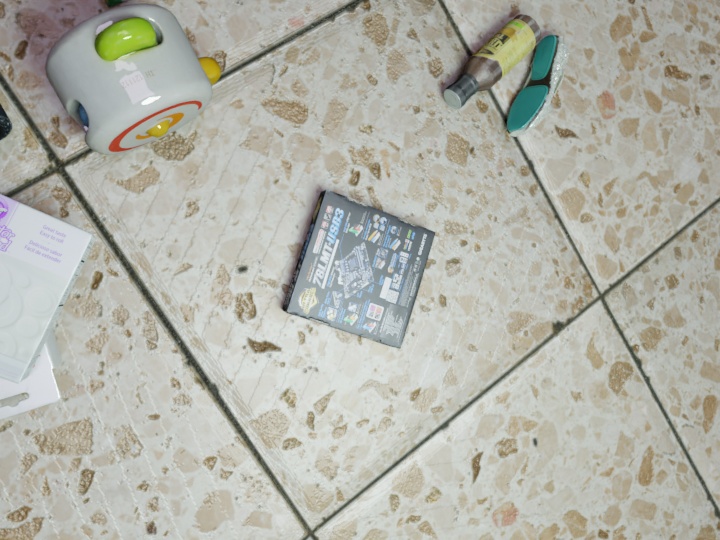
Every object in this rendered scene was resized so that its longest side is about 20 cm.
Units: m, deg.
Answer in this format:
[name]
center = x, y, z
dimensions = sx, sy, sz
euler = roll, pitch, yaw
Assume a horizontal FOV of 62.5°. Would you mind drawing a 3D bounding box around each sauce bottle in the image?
[sauce bottle]
center = 0.221, -0.350, 1.002
dimensions = 0.200, 0.065, 0.065
euler = -45, 102, -14

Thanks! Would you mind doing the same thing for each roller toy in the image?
[roller toy]
center = -0.296, -0.242, 0.783
dimensions = 0.181, 0.200, 0.141
euler = -26, 98, 20

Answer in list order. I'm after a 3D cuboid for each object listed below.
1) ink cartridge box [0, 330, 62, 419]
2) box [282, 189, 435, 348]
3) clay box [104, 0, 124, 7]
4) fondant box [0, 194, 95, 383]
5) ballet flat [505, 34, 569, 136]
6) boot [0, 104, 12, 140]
[ink cartridge box]
center = -0.475, 0.088, 0.783
dimensions = 0.114, 0.068, 0.202
euler = -15, 93, -17
[box]
center = 0.000, 0.000, 0.941
dimensions = 0.197, 0.050, 0.202
euler = 19, 85, -15
[clay box]
center = -0.356, -0.493, 0.833
dimensions = 0.114, 0.048, 0.201
euler = -30, 97, -15
[fondant box]
center = -0.441, 0.017, 0.730
dimensions = 0.143, 0.058, 0.202
euler = 25, 79, -17
[ballet flat]
center = 0.319, -0.313, 1.034
dimensions = 0.071, 0.072, 0.202
euler = 26, 83, -15
[boot]
center = -0.550, -0.218, 0.716
dimensions = 0.199, 0.076, 0.169
euler = -16, 69, -35
